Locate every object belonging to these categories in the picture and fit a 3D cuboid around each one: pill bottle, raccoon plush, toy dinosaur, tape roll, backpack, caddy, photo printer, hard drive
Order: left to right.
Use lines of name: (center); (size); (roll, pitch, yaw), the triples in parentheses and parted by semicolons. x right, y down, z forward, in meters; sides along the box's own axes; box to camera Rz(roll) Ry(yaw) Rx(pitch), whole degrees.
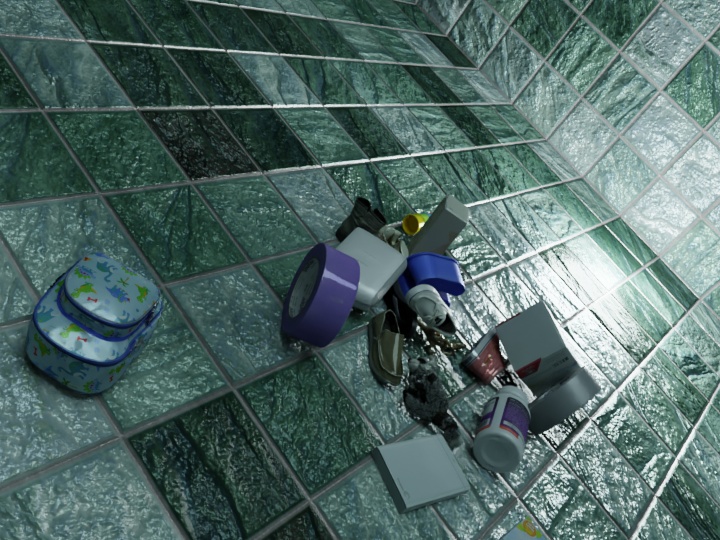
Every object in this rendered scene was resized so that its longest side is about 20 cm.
backpack: (-0.436, 0.080, 1.185); (0.181, 0.148, 0.201); (32, 36, -7)
tape roll: (-0.085, 0.051, 1.518); (0.084, 0.201, 0.202); (24, 36, -21)
photo printer: (0.000, 0.000, 1.740); (0.165, 0.070, 0.200); (33, 46, 12)
hard drive: (0.125, 0.405, 1.469); (0.197, 0.027, 0.133); (2, 49, -43)
caddy: (0.174, 0.023, 1.865); (0.197, 0.142, 0.107); (13, 45, -35)
raccoon plush: (0.160, 0.288, 1.625); (0.134, 0.095, 0.204); (-53, 122, -70)
toy dinosaur: (0.181, 0.164, 1.800); (0.198, 0.058, 0.102); (36, 17, -18)
pill bottle: (0.327, 0.353, 1.654); (0.111, 0.112, 0.200); (39, 33, 0)
tape roll: (0.487, 0.317, 1.770); (0.067, 0.200, 0.199); (53, 35, 12)

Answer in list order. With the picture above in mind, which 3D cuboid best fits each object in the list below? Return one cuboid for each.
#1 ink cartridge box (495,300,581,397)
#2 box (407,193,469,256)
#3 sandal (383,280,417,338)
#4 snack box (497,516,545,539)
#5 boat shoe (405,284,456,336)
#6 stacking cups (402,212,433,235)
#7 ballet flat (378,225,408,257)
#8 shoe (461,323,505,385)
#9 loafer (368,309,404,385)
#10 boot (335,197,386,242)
ink cartridge box: (0.461, 0.206, 1.868); (0.200, 0.143, 0.147); (45, 20, -49)
box: (0.208, -0.099, 1.985); (0.077, 0.201, 0.096); (32, 33, -8)
sandal: (0.084, 0.090, 1.765); (0.042, 0.077, 0.202); (7, 34, -28)
snack box: (0.331, 0.605, 1.400); (0.167, 0.068, 0.202); (-10, 58, -49)
boat shoe: (0.172, 0.100, 1.708); (0.200, 0.071, 0.066); (46, 11, -51)
stacking cups: (0.203, -0.147, 2.165); (0.198, 0.061, 0.061); (-14, 59, -51)
ballet flat: (0.094, -0.067, 1.961); (0.074, 0.064, 0.202); (7, 45, -38)
shoe: (0.334, 0.217, 1.866); (0.091, 0.072, 0.199); (47, 36, 5)
loafer: (0.061, 0.168, 1.644); (0.074, 0.070, 0.203); (18, 39, -28)
boot: (0.029, -0.080, 1.848); (0.201, 0.131, 0.067); (48, 35, 13)
